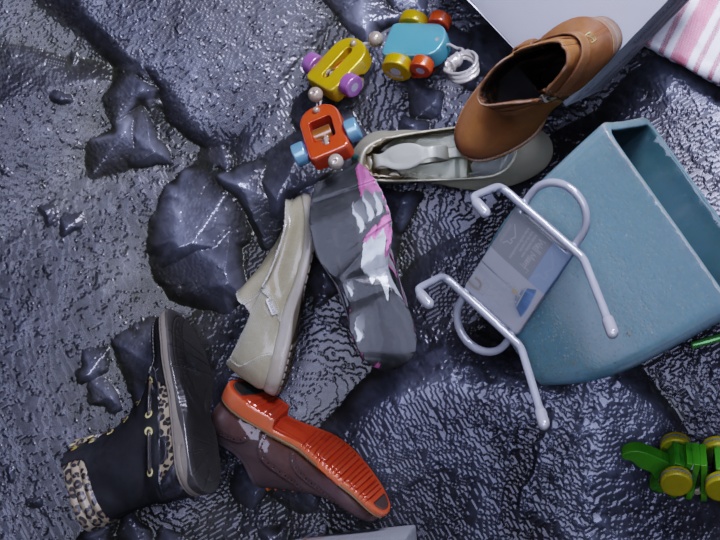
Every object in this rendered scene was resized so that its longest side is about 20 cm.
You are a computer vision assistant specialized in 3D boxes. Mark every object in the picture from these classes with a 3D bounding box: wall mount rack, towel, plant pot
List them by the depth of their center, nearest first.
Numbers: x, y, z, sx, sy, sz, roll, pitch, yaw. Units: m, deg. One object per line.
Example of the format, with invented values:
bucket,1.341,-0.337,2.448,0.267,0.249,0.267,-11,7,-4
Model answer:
wall mount rack,0.141,0.027,1.256,0.174,0.074,0.200,43,129,18
plant pot,0.222,-0.002,1.349,0.200,0.196,0.196,-37,83,22
towel,0.320,-0.279,1.443,0.199,0.030,0.147,30,89,10

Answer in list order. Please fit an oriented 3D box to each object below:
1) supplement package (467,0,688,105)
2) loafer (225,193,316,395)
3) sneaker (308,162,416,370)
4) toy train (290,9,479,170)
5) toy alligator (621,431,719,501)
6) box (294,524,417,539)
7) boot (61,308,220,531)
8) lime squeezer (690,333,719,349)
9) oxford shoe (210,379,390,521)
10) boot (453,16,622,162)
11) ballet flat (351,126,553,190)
supplement package,0.195,-0.286,1.384,0.200,0.111,0.156,48,119,7
loafer,-0.086,0.019,1.432,0.068,0.076,0.201,12,87,1
sneaker,0.000,0.000,1.418,0.080,0.086,0.201,-11,86,0
toy train,0.019,-0.170,1.429,0.199,0.056,0.151,-27,52,4
toy alligator,0.345,0.197,1.387,0.199,0.059,0.054,6,128,5
box,-0.010,0.295,1.337,0.124,0.200,0.098,-8,84,6
boot,-0.217,0.148,1.428,0.150,0.073,0.201,-26,59,21
lime squeezer,0.423,0.074,1.402,0.199,0.038,0.071,20,118,6
oxford shoe,-0.061,0.189,1.426,0.200,0.071,0.073,35,107,14
boot,0.138,-0.152,1.297,0.200,0.155,0.077,-31,91,30
ballet flat,0.089,-0.112,1.431,0.199,0.069,0.070,-5,85,5
